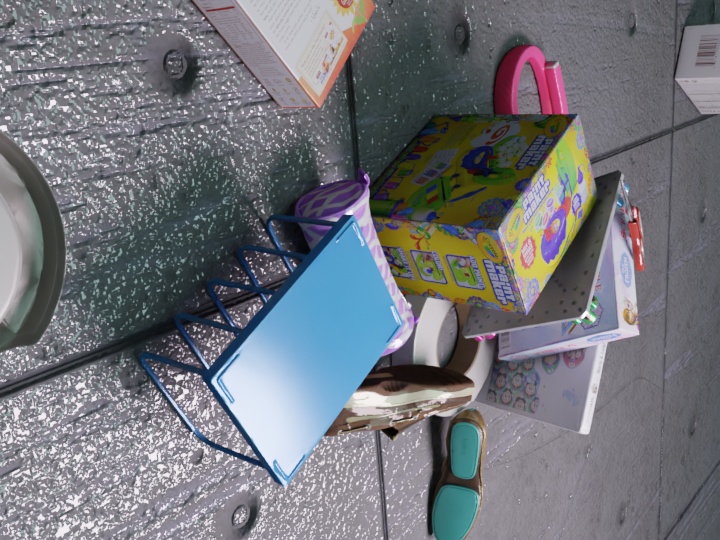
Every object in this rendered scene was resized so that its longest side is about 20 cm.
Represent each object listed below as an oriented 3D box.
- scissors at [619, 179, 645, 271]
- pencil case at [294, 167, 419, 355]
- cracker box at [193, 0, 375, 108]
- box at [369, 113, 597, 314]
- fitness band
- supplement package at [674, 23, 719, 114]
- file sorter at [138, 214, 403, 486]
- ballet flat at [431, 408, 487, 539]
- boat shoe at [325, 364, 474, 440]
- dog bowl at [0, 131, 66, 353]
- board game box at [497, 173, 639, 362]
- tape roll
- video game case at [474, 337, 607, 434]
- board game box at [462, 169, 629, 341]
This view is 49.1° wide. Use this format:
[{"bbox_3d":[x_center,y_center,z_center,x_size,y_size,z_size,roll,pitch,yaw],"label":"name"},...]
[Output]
[{"bbox_3d":[0.313,-0.071,0.916,0.200,0.014,0.073,51,42,-49],"label":"scissors"},{"bbox_3d":[0.000,0.000,0.833,0.085,0.084,0.201,-26,124,-6],"label":"pencil case"},{"bbox_3d":[-0.079,-0.263,0.709,0.200,0.057,0.134,49,60,-44],"label":"cracker box"},{"bbox_3d":[0.133,-0.074,0.896,0.200,0.192,0.122,-50,131,-31],"label":"box"},{"bbox_3d":[0.247,-0.221,1.128,0.144,0.037,0.201,-44,127,-36],"label":"fitness band"},{"bbox_3d":[0.744,-0.412,1.626,0.200,0.117,0.118,17,83,-51],"label":"supplement package"},{"bbox_3d":[-0.079,0.060,0.721,0.200,0.122,0.139,-51,132,-31],"label":"file sorter"},{"bbox_3d":[0.139,0.276,1.074,0.072,0.067,0.201,-37,133,-65],"label":"ballet flat"},{"bbox_3d":[0.038,0.154,0.903,0.201,0.075,0.075,2,104,-26],"label":"boat shoe"},{"bbox_3d":[-0.293,-0.007,0.500,0.200,0.058,0.201,-12,105,-48],"label":"dog bowl"},{"bbox_3d":[0.259,0.004,1.020,0.041,0.199,0.201,15,67,-32],"label":"board game box"},{"bbox_3d":[0.115,0.089,1.029,0.202,0.037,0.204,-12,105,-49],"label":"tape roll"},{"bbox_3d":[0.242,0.108,1.061,0.024,0.200,0.183,16,85,-34],"label":"video game case"},{"bbox_3d":[0.225,-0.011,0.962,0.026,0.200,0.201,34,62,-24],"label":"board game box"}]
